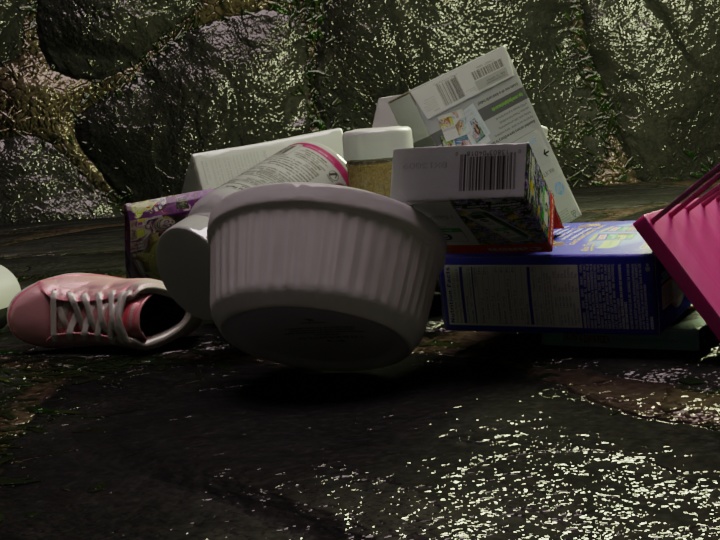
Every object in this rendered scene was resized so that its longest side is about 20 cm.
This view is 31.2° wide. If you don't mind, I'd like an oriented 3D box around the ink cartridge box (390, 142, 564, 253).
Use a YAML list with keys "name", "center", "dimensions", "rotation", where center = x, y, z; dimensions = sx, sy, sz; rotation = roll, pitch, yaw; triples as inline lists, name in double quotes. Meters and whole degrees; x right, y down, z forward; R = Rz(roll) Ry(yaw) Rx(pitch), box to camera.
- name: "ink cartridge box"
  center: [0.103, -0.046, 1.074]
  dimensions: [0.108, 0.051, 0.200]
  rotation: [-1, -18, 18]

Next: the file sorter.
- name: "file sorter"
  center: [0.346, -0.030, 1.072]
  dimensions: [0.125, 0.139, 0.200]
  rotation: [-41, -14, 30]

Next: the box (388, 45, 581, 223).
- name: "box"
  center: [0.132, -0.114, 1.337]
  dimensions: [0.156, 0.201, 0.041]
  rotation: [-31, 7, -37]

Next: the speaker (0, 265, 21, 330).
- name: "speaker"
  center: [-0.448, 0.043, 1.374]
  dimensions: [0.081, 0.082, 0.200]
  rotation: [-2, 7, 18]

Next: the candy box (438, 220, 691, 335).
- name: "candy box"
  center: [0.192, 0.004, 1.160]
  dimensions: [0.199, 0.078, 0.169]
  rotation: [1, 12, 29]

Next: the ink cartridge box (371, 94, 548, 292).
- name: "ink cartridge box"
  center: [0.094, -0.083, 1.444]
  dimensions: [0.146, 0.201, 0.146]
  rotation: [16, -6, -34]

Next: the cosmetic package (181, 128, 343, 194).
- name: "cosmetic package"
  center: [-0.120, -0.078, 1.681]
  dimensions: [0.199, 0.124, 0.199]
  rotation: [-14, -14, -17]

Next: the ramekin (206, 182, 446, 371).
- name: "ramekin"
  center: [-0.032, 0.013, 1.044]
  dimensions: [0.201, 0.095, 0.203]
  rotation: [6, -22, 2]

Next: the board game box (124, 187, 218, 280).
- name: "board game box"
  center: [-0.207, -0.021, 1.469]
  dimensions: [0.119, 0.032, 0.200]
  rotation: [-16, -28, -18]

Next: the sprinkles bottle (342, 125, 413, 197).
- name: "sprinkles bottle"
  center: [0.023, -0.037, 1.247]
  dimensions: [0.068, 0.202, 0.068]
  rotation: [-4, 7, 1]

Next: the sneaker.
- name: "sneaker"
  center: [-0.256, 0.041, 1.288]
  dimensions: [0.199, 0.076, 0.105]
  rotation: [-1, 1, -7]

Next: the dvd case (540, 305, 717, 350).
- name: "dvd case"
  center: [0.272, 0.043, 1.190]
  dimensions: [0.145, 0.022, 0.200]
  rotation: [0, 8, 33]

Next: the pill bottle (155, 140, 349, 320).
- name: "pill bottle"
  center: [-0.096, -0.039, 1.245]
  dimensions: [0.113, 0.114, 0.200]
  rotation: [2, 27, 40]
